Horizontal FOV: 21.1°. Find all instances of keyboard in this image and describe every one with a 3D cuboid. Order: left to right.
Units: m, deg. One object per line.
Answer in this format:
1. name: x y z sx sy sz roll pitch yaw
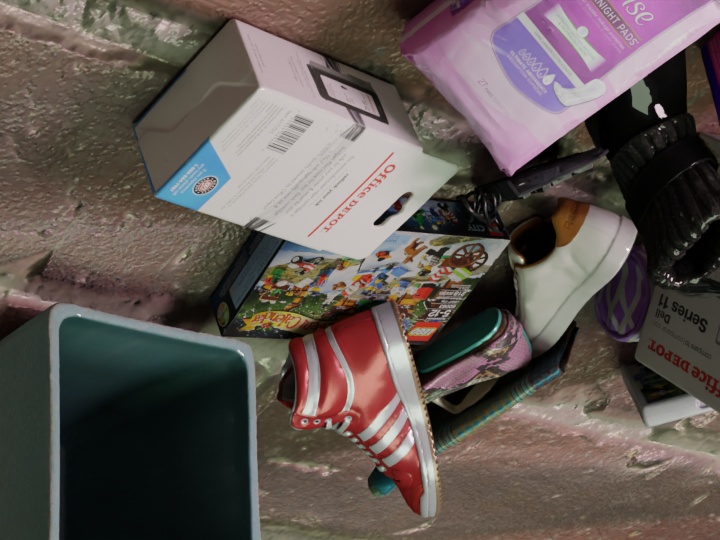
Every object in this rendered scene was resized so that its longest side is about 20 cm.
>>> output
1. keyboard: 0.121 -0.054 1.404 0.104 0.040 0.200 -20 -179 -2

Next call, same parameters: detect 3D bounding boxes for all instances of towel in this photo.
1. towel: 0.099 0.118 1.661 0.200 0.022 0.147 -34 -174 18

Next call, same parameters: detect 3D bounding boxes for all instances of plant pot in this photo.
1. plant pot: -0.215 0.157 1.467 0.195 0.198 0.199 15 154 -43

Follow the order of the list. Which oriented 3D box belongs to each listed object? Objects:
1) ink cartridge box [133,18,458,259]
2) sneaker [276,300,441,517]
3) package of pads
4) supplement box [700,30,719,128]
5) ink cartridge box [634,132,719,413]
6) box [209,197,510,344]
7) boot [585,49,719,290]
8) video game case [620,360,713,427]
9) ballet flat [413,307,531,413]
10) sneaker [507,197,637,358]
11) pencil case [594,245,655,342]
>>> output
1. ink cartridge box: -0.042 -0.085 1.333 0.199 0.068 0.116 18 129 -44
2. sneaker: -0.002 0.123 1.541 0.112 0.071 0.201 -16 119 -2
3. package of pads: 0.137 -0.167 1.281 0.200 0.076 0.121 -35 114 19
4. supplement box: 0.354 -0.172 1.386 0.101 0.104 0.200 30 125 -25
5. ink cartridge box: 0.312 0.009 1.527 0.083 0.146 0.201 4 108 -33
6. box: 0.000 0.000 1.502 0.199 0.038 0.137 3 139 -33
7. boot: 0.217 -0.098 1.378 0.079 0.158 0.211 -18 147 0
8. video game case: 0.326 0.087 1.697 0.181 0.022 0.200 -15 -173 5
9. ballet flat: 0.054 0.097 1.614 0.199 0.069 0.071 -25 118 19
10. sneaker: 0.150 0.000 1.583 0.084 0.073 0.200 26 142 -5
11. pencil case: 0.297 0.019 1.665 0.199 0.084 0.086 -1 106 -32
